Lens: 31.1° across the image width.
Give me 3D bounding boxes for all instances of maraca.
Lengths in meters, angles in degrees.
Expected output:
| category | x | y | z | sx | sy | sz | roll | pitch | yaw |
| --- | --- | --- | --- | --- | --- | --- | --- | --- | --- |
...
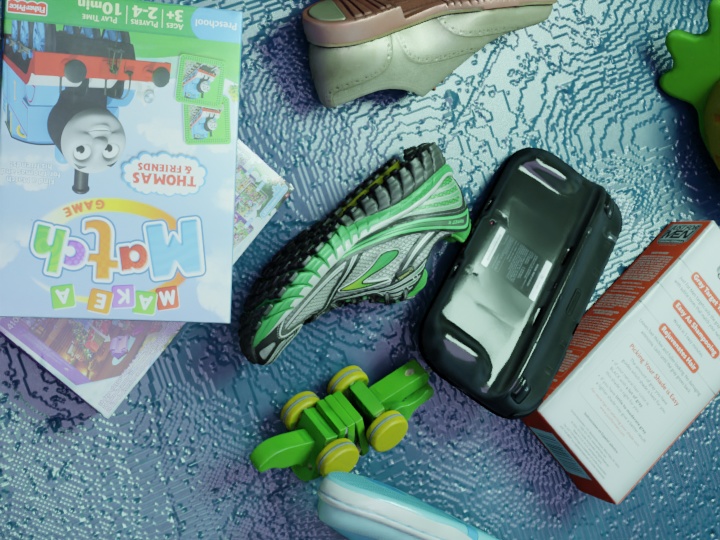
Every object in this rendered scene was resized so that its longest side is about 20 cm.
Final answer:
| category | x | y | z | sx | sy | sz | roll | pitch | yaw |
| --- | --- | --- | --- | --- | --- | --- | --- | --- | --- |
| maraca | 0.314 | -0.117 | 0.975 | 0.200 | 0.137 | 0.107 | 46 | 45 | -6 |

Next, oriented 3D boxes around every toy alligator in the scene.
| category | x | y | z | sx | sy | sz | roll | pitch | yaw |
| --- | --- | --- | --- | --- | --- | --- | --- | --- | --- |
| toy alligator | 0.011 | 0.101 | 0.914 | 0.199 | 0.059 | 0.054 | -27 | 144 | -24 |

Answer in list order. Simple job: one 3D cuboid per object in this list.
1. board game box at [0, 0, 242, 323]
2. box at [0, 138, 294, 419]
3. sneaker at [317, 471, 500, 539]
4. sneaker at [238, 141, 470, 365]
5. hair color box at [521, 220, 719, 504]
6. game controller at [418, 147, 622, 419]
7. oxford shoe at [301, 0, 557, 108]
| category | x | y | z | sx | sy | sz | roll | pitch | yaw |
| --- | --- | --- | --- | --- | --- | --- | --- | --- | --- |
| board game box | -0.153 | -0.069 | 0.817 | 0.150 | 0.037 | 0.202 | 2 | 90 | -19 |
| box | -0.158 | -0.024 | 0.856 | 0.137 | 0.039 | 0.200 | 42 | 78 | -15 |
| sneaker | 0.028 | 0.224 | 0.884 | 0.199 | 0.079 | 0.131 | 32 | 83 | -35 |
| sneaker | 0.000 | 0.000 | 0.891 | 0.200 | 0.078 | 0.085 | -39 | 103 | -15 |
| hair color box | 0.215 | 0.066 | 0.975 | 0.200 | 0.061 | 0.102 | -44 | 104 | -12 |
| game controller | 0.118 | 0.005 | 0.935 | 0.104 | 0.042 | 0.201 | 31 | 65 | -3 |
| oxford shoe | 0.051 | -0.167 | 0.923 | 0.199 | 0.071 | 0.074 | -14 | 121 | -19 |
